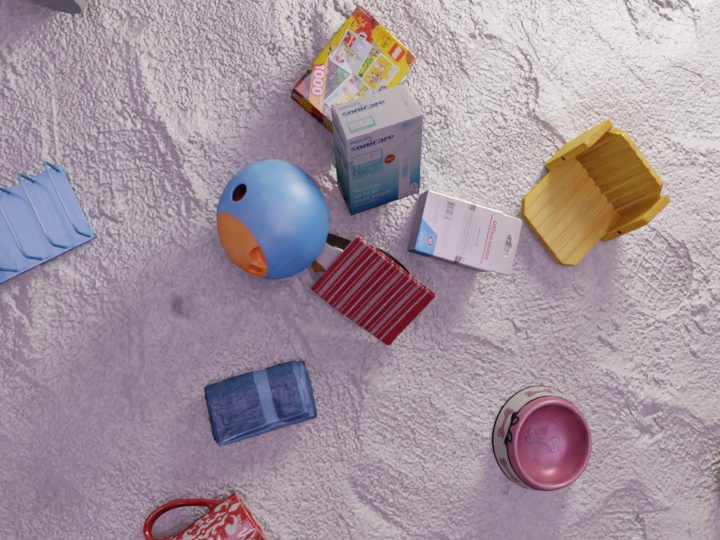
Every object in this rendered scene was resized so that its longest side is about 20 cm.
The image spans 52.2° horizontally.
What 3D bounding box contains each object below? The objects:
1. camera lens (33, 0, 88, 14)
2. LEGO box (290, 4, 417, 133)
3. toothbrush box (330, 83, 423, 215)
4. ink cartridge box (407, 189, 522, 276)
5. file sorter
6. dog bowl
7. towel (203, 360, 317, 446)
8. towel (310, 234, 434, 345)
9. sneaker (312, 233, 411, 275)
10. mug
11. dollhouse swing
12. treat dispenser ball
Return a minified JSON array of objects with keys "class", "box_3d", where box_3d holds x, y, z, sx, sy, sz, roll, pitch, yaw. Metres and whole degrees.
[{"class":"camera lens","box_3d":[-0.509,-0.563,1.237,0.156,0.160,0.205,18,86,-9]},{"class":"LEGO box","box_3d":[-0.014,-0.357,1.368,0.148,0.077,0.202,38,83,-7]},{"class":"toothbrush box","box_3d":[0.030,-0.212,1.308,0.143,0.202,0.087,-18,56,-11]},{"class":"ink cartridge box","box_3d":[0.199,-0.067,1.407,0.195,0.067,0.119,16,86,-9]},{"class":"file sorter","box_3d":[-0.576,-0.078,1.234,0.196,0.123,0.142,-27,94,-10]},{"class":"dog bowl","box_3d":[0.359,0.332,1.427,0.194,0.074,0.207,0,89,-10]},{"class":"towel","box_3d":[-0.183,0.239,1.339,0.194,0.048,0.115,-14,91,-10]},{"class":"towel","box_3d":[0.025,0.039,1.349,0.198,0.023,0.145,36,112,-19]},{"class":"sneaker","box_3d":[0.000,0.000,1.380,0.196,0.073,0.086,21,118,-17]},{"class":"mug","box_3d":[-0.278,0.478,1.277,0.198,0.133,0.180,-36,97,-13]},{"class":"dollhouse swing","box_3d":[0.442,-0.135,1.412,0.176,0.181,0.201,-43,97,-29]},{"class":"treat dispenser ball","box_3d":[-0.151,-0.087,1.274,0.195,0.201,0.208,0,89,-10]}]
